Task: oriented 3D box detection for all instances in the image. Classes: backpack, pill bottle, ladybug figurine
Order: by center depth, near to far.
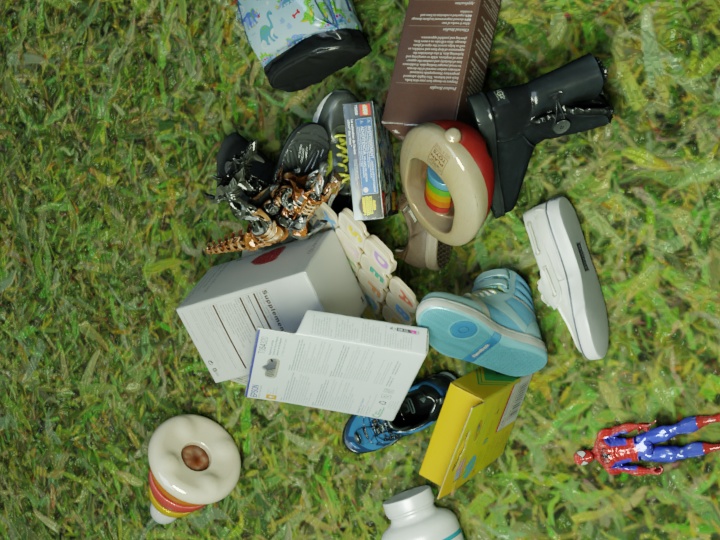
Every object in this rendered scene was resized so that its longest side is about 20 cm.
[{"bbox_3d":[0.107,-0.109,1.195,0.072,0.201,0.136,-36,72,-17],"label":"ladybug figurine"},{"bbox_3d":[0.094,0.394,1.354,0.110,0.110,0.202,-22,85,29],"label":"pill bottle"},{"bbox_3d":[-0.091,-0.364,1.360,0.162,0.153,0.203,-16,76,36],"label":"backpack"}]

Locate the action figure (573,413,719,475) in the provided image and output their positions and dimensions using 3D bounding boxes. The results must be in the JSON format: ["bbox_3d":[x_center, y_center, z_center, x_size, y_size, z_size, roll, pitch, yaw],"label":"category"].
[{"bbox_3d":[0.349,0.211,1.227,0.198,0.052,0.066,-17,91,32],"label":"action figure"}]

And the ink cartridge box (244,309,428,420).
[{"bbox_3d":[-0.034,0.113,1.233,0.197,0.044,0.197,11,148,-6],"label":"ink cartridge box"}]

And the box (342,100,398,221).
[{"bbox_3d":[0.016,-0.135,1.283,0.039,0.200,0.139,-4,95,8],"label":"box"}]

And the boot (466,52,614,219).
[{"bbox_3d":[0.221,-0.157,1.224,0.166,0.201,0.077,-16,49,1],"label":"boot"}]

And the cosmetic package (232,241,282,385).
[{"bbox_3d":[-0.122,0.067,1.456,0.104,0.071,0.203,16,104,25],"label":"cosmetic package"}]

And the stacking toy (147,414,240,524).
[{"bbox_3d":[-0.282,0.328,1.564,0.147,0.145,0.200,50,132,14],"label":"stacking toy"}]

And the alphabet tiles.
[{"bbox_3d":[0.000,0.000,1.337,0.196,0.015,0.201,46,157,16],"label":"alphabet tiles"}]

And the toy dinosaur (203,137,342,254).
[{"bbox_3d":[-0.119,-0.077,1.276,0.200,0.102,0.136,-41,111,4],"label":"toy dinosaur"}]

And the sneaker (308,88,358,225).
[{"bbox_3d":[-0.020,-0.138,1.362,0.084,0.074,0.203,34,125,56],"label":"sneaker"}]

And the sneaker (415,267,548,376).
[{"bbox_3d":[0.141,0.042,1.247,0.079,0.199,0.132,-35,43,35],"label":"sneaker"}]

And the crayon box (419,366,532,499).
[{"bbox_3d":[0.138,0.188,1.252,0.050,0.199,0.128,25,107,24],"label":"crayon box"}]

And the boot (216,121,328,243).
[{"bbox_3d":[-0.127,-0.148,1.398,0.200,0.065,0.167,40,115,52],"label":"boot"}]

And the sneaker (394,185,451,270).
[{"bbox_3d":[0.081,-0.103,1.324,0.075,0.070,0.203,10,100,28],"label":"sneaker"}]

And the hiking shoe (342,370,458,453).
[{"bbox_3d":[0.043,0.193,1.371,0.199,0.086,0.075,-34,80,28],"label":"hiking shoe"}]

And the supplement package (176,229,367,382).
[{"bbox_3d":[-0.112,0.047,1.324,0.198,0.122,0.121,-16,112,25],"label":"supplement package"}]

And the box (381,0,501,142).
[{"bbox_3d":[0.102,-0.260,1.257,0.099,0.075,0.203,9,79,28],"label":"box"}]

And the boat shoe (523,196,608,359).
[{"bbox_3d":[0.247,0.014,1.246,0.065,0.072,0.203,-19,86,34],"label":"boat shoe"}]
